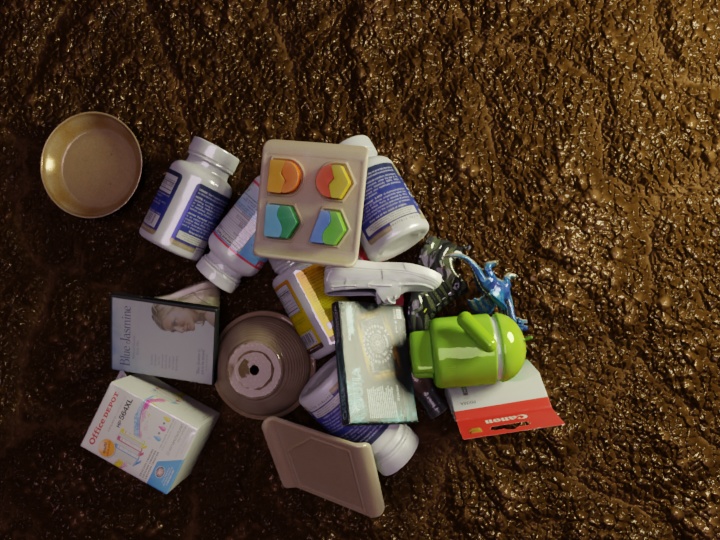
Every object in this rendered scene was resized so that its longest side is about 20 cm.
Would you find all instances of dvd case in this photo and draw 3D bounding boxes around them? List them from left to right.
[{"bbox_3d":[-0.349,0.121,1.018,0.198,0.018,0.144,7,104,6],"label":"dvd case"}]

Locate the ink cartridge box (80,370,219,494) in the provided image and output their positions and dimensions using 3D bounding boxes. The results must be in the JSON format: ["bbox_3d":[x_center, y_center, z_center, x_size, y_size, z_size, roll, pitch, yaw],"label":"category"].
[{"bbox_3d":[-0.382,0.278,1.027,0.199,0.125,0.129,26,90,3],"label":"ink cartridge box"}]

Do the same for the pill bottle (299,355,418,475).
[{"bbox_3d":[0.002,0.251,0.994,0.120,0.120,0.200,-43,96,1],"label":"pill bottle"}]

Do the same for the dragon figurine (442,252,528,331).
[{"bbox_3d":[0.225,0.041,0.998,0.199,0.059,0.100,31,56,-33],"label":"dragon figurine"}]

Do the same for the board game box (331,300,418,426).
[{"bbox_3d":[0.022,0.152,0.949,0.134,0.028,0.202,8,65,-31],"label":"board game box"}]

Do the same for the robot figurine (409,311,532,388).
[{"bbox_3d":[0.182,0.133,0.956,0.198,0.176,0.117,-6,67,4],"label":"robot figurine"}]

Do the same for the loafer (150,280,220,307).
[{"bbox_3d":[-0.348,0.079,1.057,0.199,0.076,0.069,-22,81,2],"label":"loafer"}]

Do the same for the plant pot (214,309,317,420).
[{"bbox_3d":[-0.180,0.174,1.036,0.199,0.093,0.203,0,89,2],"label":"plant pot"}]

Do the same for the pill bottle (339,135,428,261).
[{"bbox_3d":[0.023,-0.129,1.007,0.119,0.120,0.201,-29,77,2],"label":"pill bottle"}]

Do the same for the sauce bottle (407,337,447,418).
[{"bbox_3d":[0.083,0.173,1.033,0.064,0.065,0.201,-34,86,2],"label":"sauce bottle"}]

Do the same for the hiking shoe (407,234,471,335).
[{"bbox_3d":[0.141,0.041,1.028,0.100,0.076,0.202,11,88,7],"label":"hiking shoe"}]

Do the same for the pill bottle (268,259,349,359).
[{"bbox_3d":[-0.085,0.048,1.025,0.109,0.109,0.201,-29,87,2],"label":"pill bottle"}]

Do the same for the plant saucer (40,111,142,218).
[{"bbox_3d":[-0.506,-0.198,1.096,0.198,0.035,0.202,0,89,4],"label":"plant saucer"}]

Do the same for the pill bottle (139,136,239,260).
[{"bbox_3d":[-0.303,-0.131,1.040,0.119,0.120,0.201,27,90,4],"label":"pill bottle"}]

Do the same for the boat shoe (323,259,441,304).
[{"bbox_3d":[0.035,0.024,0.964,0.198,0.072,0.069,7,71,-1],"label":"boat shoe"}]

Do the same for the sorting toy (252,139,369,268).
[{"bbox_3d":[-0.086,-0.113,0.945,0.183,0.036,0.202,7,90,14],"label":"sorting toy"}]

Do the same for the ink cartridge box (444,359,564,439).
[{"bbox_3d":[0.228,0.209,0.955,0.159,0.200,0.051,-10,95,3],"label":"ink cartridge box"}]

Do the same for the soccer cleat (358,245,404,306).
[{"bbox_3d":[0.000,0.000,1.053,0.200,0.067,0.076,48,122,-2],"label":"soccer cleat"}]

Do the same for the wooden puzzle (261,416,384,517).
[{"bbox_3d":[-0.060,0.331,0.983,0.198,0.037,0.186,6,127,25],"label":"wooden puzzle"}]

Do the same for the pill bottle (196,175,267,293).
[{"bbox_3d":[-0.202,-0.062,1.036,0.109,0.109,0.200,39,91,4],"label":"pill bottle"}]
